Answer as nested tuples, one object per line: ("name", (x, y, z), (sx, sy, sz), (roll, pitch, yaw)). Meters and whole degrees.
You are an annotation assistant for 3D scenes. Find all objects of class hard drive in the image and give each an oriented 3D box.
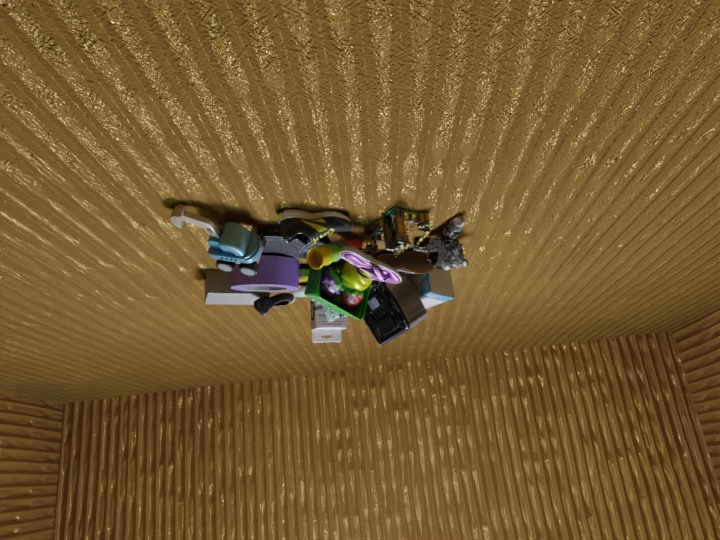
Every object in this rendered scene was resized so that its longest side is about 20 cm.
("hard drive", (-0.197, -0.077, 1.526), (0.198, 0.043, 0.135), (3, 157, -26))

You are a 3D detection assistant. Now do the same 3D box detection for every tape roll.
("tape roll", (-0.278, 0.012, 1.618), (0.198, 0.086, 0.200), (1, 171, 0))

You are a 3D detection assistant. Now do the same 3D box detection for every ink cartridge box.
("ink cartridge box", (-0.110, 0.144, 1.906), (0.115, 0.202, 0.068), (1, 170, -20))
("ink cartridge box", (0.196, 0.054, 1.875), (0.124, 0.130, 0.199), (12, 153, -40))

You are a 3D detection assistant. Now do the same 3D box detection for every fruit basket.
("fruit basket", (-0.035, 0.039, 1.617), (0.213, 0.157, 0.216), (11, 157, 5))

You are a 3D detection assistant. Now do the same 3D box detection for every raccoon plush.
("raccoon plush", (0.286, -0.069, 1.607), (0.133, 0.098, 0.200), (-3, 152, -35))

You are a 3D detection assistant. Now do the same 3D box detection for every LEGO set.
("LEGO set", (0.099, -0.079, 1.500), (0.153, 0.117, 0.199), (14, 152, -43))

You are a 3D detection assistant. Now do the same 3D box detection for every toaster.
("toaster", (0.098, 0.118, 1.788), (0.118, 0.182, 0.200), (-26, 170, -41))

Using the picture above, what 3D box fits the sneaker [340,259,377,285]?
("sneaker", (0.000, 0.000, 1.727), (0.077, 0.077, 0.199), (-17, 154, 38))

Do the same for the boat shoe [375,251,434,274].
("boat shoe", (0.135, -0.025, 1.738), (0.198, 0.071, 0.070), (4, 174, -3))

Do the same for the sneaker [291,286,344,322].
("sneaker", (-0.129, 0.111, 1.831), (0.198, 0.120, 0.074), (2, 178, -12))

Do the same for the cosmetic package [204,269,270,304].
("cosmetic package", (-0.394, 0.056, 1.765), (0.198, 0.091, 0.107), (5, 156, -22))

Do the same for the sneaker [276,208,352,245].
("sneaker", (-0.116, -0.102, 1.419), (0.198, 0.086, 0.074), (1, 160, -19))

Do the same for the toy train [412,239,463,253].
("toy train", (0.233, -0.069, 1.700), (0.198, 0.035, 0.046), (7, 167, -35))

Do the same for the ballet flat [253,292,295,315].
("ballet flat", (-0.272, 0.109, 1.771), (0.066, 0.057, 0.199), (-33, 170, 26))

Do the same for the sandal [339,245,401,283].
("sandal", (0.022, -0.001, 1.508), (0.201, 0.050, 0.082), (29, 152, -23))

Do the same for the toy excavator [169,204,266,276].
("toy excavator", (-0.345, -0.086, 1.361), (0.192, 0.101, 0.201), (8, 152, 11))

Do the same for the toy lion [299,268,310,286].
("toy lion", (-0.130, 0.021, 1.798), (0.198, 0.069, 0.191), (8, 162, -35))

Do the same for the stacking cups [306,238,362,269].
("stacking cups", (-0.061, -0.055, 1.520), (0.060, 0.061, 0.199), (-24, 178, 39))
